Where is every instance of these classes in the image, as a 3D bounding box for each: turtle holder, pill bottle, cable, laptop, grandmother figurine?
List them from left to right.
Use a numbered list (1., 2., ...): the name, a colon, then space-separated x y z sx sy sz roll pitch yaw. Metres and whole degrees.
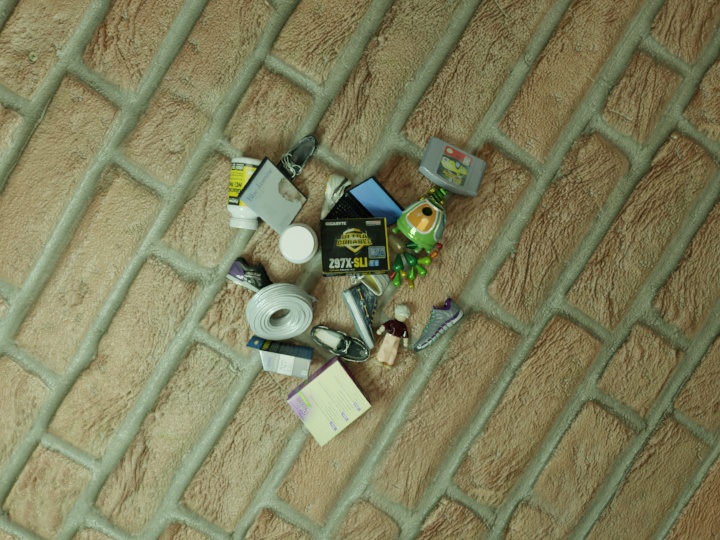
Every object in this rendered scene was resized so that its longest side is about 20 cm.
1. pill bottle: -0.338 -0.228 1.661 0.110 0.112 0.205 6 93 -3
2. cable: -0.239 0.127 1.662 0.199 0.070 0.200 -37 135 12
3. pill bottle: -0.178 -0.080 1.634 0.113 0.200 0.119 0 94 -3
4. laptop: 0.011 -0.149 1.661 0.177 0.103 0.201 42 82 -27
5. grandmother figurine: 0.102 0.200 1.740 0.120 0.060 0.204 24 88 -37
6. turtle holder: 0.193 -0.134 1.622 0.133 0.184 0.141 -55 50 19

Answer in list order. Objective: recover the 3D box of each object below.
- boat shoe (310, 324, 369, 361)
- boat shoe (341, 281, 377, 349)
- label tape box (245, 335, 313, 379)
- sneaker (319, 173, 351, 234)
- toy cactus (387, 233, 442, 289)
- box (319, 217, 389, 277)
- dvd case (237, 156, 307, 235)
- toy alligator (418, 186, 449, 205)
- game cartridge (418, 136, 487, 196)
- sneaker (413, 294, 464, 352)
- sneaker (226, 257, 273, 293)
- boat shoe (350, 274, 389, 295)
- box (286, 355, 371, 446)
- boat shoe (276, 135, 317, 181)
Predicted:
1. boat shoe: -0.064 0.228 1.716 0.196 0.060 0.077 19 84 2
2. boat shoe: 0.022 0.137 1.723 0.090 0.071 0.204 -26 101 -13
3. label tape box: -0.244 0.260 1.679 0.195 0.144 0.065 12 95 -3
4. sneaker: -0.074 -0.190 1.696 0.086 0.076 0.205 11 93 -3
5. toy cactus: 0.145 -0.048 1.710 0.165 0.102 0.200 43 86 -1
6. box: -0.019 -0.068 1.614 0.195 0.049 0.164 -2 77 -6
7. dvd case: -0.255 -0.216 1.643 0.144 0.017 0.200 -56 134 -10
8. toy alligator: 0.244 -0.234 1.722 0.199 0.054 0.060 -41 95 0
9. game cartridge: 0.283 -0.311 1.708 0.197 0.041 0.135 24 74 -4
10. sneaker: 0.228 0.166 1.744 0.199 0.074 0.088 -38 85 -11
11. sneaker: -0.305 0.027 1.699 0.197 0.076 0.089 27 86 -4
12. boat shoe: -0.002 0.002 1.671 0.202 0.074 0.087 45 50 -17
13. box: -0.096 0.398 1.718 0.199 0.097 0.177 -38 94 -1
14. boat shoe: -0.202 -0.326 1.688 0.200 0.062 0.075 -45 96 1
